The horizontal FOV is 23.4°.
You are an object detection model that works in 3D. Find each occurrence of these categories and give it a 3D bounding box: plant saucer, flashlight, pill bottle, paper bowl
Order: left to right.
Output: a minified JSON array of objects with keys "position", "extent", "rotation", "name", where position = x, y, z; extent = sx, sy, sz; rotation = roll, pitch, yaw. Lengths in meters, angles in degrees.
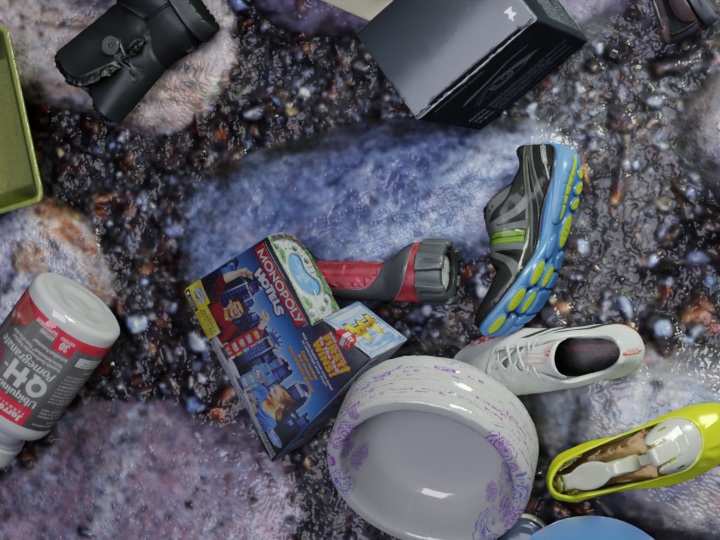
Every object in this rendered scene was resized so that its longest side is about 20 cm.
[{"position":[-0.445,-0.149,1.932],"extent":[0.198,0.048,0.202],"rotation":[-15,86,20],"name":"plant saucer"},{"position":[-0.356,0.111,1.867],"extent":[0.111,0.111,0.200],"rotation":[41,104,16],"name":"pill bottle"},{"position":[0.000,0.000,1.754],"extent":[0.198,0.068,0.068],"rotation":[2,75,21],"name":"flashlight"},{"position":[0.073,0.165,1.679],"extent":[0.199,0.105,0.202],"rotation":[9,132,10],"name":"paper bowl"}]

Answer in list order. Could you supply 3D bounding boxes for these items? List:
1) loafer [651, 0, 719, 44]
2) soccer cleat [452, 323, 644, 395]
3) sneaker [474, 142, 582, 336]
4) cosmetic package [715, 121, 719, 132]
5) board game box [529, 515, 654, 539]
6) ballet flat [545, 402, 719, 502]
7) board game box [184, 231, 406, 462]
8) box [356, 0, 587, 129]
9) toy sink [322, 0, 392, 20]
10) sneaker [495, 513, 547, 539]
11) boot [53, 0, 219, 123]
[{"position":[0.266,-0.309,1.652],"extent":[0.063,0.072,0.201],"rotation":[-33,82,22],"name":"loafer"},{"position":[0.175,0.086,1.678],"extent":[0.198,0.085,0.069],"rotation":[-7,88,20],"name":"soccer cleat"},{"position":[0.154,-0.030,1.693],"extent":[0.082,0.071,0.201],"rotation":[16,84,30],"name":"sneaker"},{"position":[0.463,-0.132,1.549],"extent":[0.200,0.123,0.200],"rotation":[45,105,14],"name":"cosmetic package"},{"position":[0.216,0.337,1.672],"extent":[0.157,0.039,0.201],"rotation":[18,80,-4],"name":"board game box"},{"position":[0.267,0.179,1.653],"extent":[0.199,0.067,0.067],"rotation":[-20,83,19],"name":"ballet flat"},{"position":[-0.057,0.064,1.726],"extent":[0.199,0.062,0.201],"rotation":[-29,88,43],"name":"board game box"},{"position":[0.109,-0.221,1.639],"extent":[0.148,0.200,0.105],"rotation":[-38,78,17],"name":"box"},{"position":[0.014,-0.354,1.722],"extent":[0.130,0.112,0.201],"rotation":[26,99,19],"name":"toy sink"},{"position":[0.147,0.340,1.690],"extent":[0.074,0.084,0.202],"rotation":[7,93,21],"name":"sneaker"},{"position":[-0.267,-0.277,1.848],"extent":[0.168,0.076,0.201],"rotation":[-37,84,13],"name":"boot"}]
